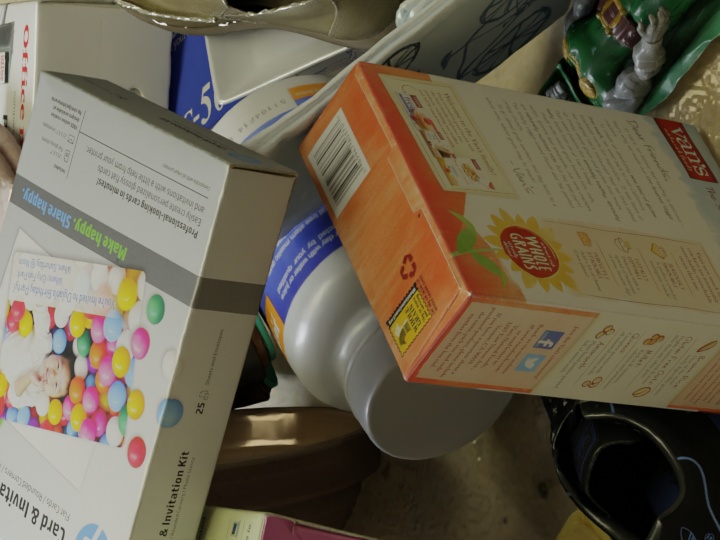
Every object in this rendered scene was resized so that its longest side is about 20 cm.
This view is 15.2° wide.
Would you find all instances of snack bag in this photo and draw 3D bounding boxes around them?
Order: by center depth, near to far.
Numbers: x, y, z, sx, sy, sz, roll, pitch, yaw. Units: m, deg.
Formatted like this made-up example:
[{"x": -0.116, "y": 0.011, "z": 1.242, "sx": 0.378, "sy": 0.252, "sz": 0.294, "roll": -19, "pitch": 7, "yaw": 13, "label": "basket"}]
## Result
[{"x": 0.023, "y": -0.092, "z": 1.237, "sx": 0.021, "sy": 0.200, "sz": 0.189, "roll": 50, "pitch": 175, "yaw": 8, "label": "snack bag"}]

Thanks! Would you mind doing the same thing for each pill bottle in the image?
[{"x": 0.000, "y": 0.000, "z": 1.360, "sx": 0.112, "sy": 0.112, "sz": 0.200, "roll": -62, "pitch": 39, "yaw": 28, "label": "pill bottle"}]

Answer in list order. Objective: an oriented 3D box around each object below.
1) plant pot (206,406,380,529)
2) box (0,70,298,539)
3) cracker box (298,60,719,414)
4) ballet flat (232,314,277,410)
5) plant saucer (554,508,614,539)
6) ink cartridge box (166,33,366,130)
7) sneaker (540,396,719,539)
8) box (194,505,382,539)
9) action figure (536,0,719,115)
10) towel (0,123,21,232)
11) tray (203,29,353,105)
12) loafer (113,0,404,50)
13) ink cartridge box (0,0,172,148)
[{"x": -0.085, "y": 0.131, "z": 1.399, "sx": 0.201, "sy": 0.200, "sz": 0.093, "roll": 0, "pitch": 99, "yaw": 56, "label": "plant pot"}, {"x": -0.109, "y": 0.030, "z": 1.163, "sx": 0.156, "sy": 0.041, "sz": 0.201, "roll": 28, "pitch": 107, "yaw": 49, "label": "box"}, {"x": 0.086, "y": -0.011, "z": 1.156, "sx": 0.058, "sy": 0.199, "sz": 0.134, "roll": -54, "pitch": 45, "yaw": 33, "label": "cracker box"}, {"x": -0.084, "y": 0.045, "z": 1.432, "sx": 0.068, "sy": 0.068, "sz": 0.200, "roll": 62, "pitch": 176, "yaw": 6, "label": "ballet flat"}, {"x": 0.117, "y": 0.242, "z": 1.203, "sx": 0.200, "sy": 0.048, "sz": 0.200, "roll": 56, "pitch": 129, "yaw": 43, "label": "plant saucer"}, {"x": -0.047, "y": -0.139, "z": 1.513, "sx": 0.200, "sy": 0.044, "sz": 0.094, "roll": -38, "pitch": 53, "yaw": 47, "label": "ink cartridge box"}, {"x": 0.115, "y": 0.065, "z": 1.210, "sx": 0.200, "sy": 0.078, "sz": 0.070, "roll": 49, "pitch": 124, "yaw": 47, "label": "sneaker"}, {"x": -0.008, "y": 0.167, "z": 1.191, "sx": 0.200, "sy": 0.175, "sz": 0.097, "roll": -5, "pitch": 72, "yaw": 67, "label": "box"}, {"x": 0.137, "y": -0.133, "z": 1.238, "sx": 0.200, "sy": 0.055, "sz": 0.118, "roll": -56, "pitch": 45, "yaw": 40, "label": "action figure"}, {"x": -0.208, "y": 0.027, "z": 1.511, "sx": 0.191, "sy": 0.032, "sz": 0.201, "roll": -134, "pitch": 48, "yaw": -67, "label": "towel"}, {"x": 0.004, "y": -0.165, "z": 1.402, "sx": 0.199, "sy": 0.022, "sz": 0.108, "roll": -23, "pitch": 64, "yaw": 23, "label": "tray"}, {"x": -0.062, "y": -0.161, "z": 1.387, "sx": 0.199, "sy": 0.067, "sz": 0.076, "roll": 8, "pitch": 78, "yaw": 33, "label": "loafer"}, {"x": -0.184, "y": -0.089, "z": 1.628, "sx": 0.200, "sy": 0.083, "sz": 0.147, "roll": -172, "pitch": 84, "yaw": -69, "label": "ink cartridge box"}]
